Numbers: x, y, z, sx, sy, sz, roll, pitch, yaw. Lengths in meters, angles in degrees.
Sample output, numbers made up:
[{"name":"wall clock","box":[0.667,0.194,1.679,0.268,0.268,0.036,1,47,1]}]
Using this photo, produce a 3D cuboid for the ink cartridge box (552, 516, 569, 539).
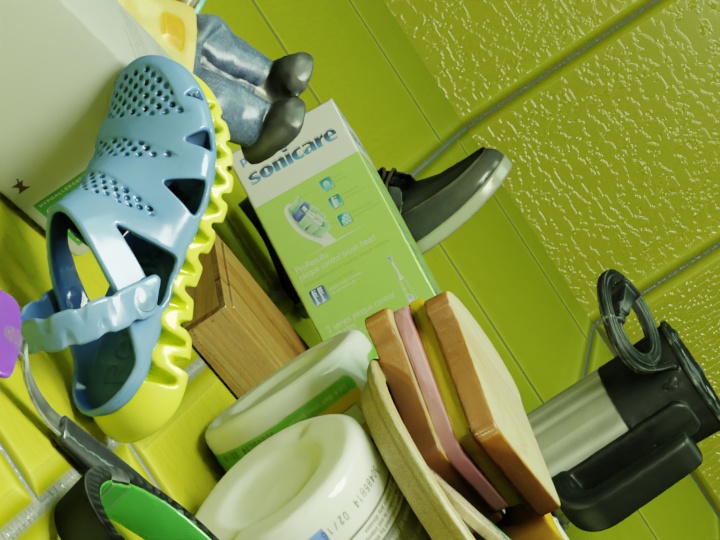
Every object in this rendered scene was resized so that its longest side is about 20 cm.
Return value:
[{"name":"ink cartridge box","box":[0.128,0.256,1.620,0.201,0.084,0.176,55,-9,-10]}]

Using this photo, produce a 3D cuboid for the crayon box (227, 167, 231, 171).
[{"name":"crayon box","box":[-0.173,-0.136,1.513,0.201,0.058,0.173,58,10,4]}]

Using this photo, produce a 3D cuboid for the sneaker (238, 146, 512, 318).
[{"name":"sneaker","box":[0.007,-0.055,1.730,0.107,0.199,0.075,55,21,-7]}]

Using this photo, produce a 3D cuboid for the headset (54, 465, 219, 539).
[{"name":"headset","box":[-0.072,0.177,1.089,0.200,0.094,0.123,45,9,24]}]

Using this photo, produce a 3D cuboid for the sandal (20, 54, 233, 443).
[{"name":"sandal","box":[-0.122,-0.019,1.207,0.087,0.079,0.201,25,63,-42]}]

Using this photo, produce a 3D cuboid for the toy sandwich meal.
[{"name":"toy sandwich meal","box":[0.071,0.109,1.265,0.206,0.070,0.205,54,6,-9]}]

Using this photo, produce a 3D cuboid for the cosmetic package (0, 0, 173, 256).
[{"name":"cosmetic package","box":[-0.177,-0.109,1.283,0.200,0.107,0.085,43,17,-49]}]

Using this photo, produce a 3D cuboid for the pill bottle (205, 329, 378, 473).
[{"name":"pill bottle","box":[0.008,0.145,1.374,0.201,0.111,0.111,56,10,-5]}]

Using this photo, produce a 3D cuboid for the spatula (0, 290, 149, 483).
[{"name":"spatula","box":[-0.148,0.063,1.138,0.200,0.020,0.057,53,23,-36]}]

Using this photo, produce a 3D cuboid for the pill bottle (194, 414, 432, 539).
[{"name":"pill bottle","box":[0.009,0.184,1.255,0.200,0.113,0.114,53,11,-20]}]

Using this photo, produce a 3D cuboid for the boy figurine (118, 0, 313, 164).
[{"name":"boy figurine","box":[-0.124,-0.143,1.413,0.199,0.064,0.125,30,56,-28]}]

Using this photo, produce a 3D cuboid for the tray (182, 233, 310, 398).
[{"name":"tray","box":[-0.046,0.075,1.543,0.200,0.037,0.099,53,11,-29]}]

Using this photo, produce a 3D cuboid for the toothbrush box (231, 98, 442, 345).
[{"name":"toothbrush box","box":[0.000,0.000,1.622,0.201,0.086,0.146,63,3,9]}]

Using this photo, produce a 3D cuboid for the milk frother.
[{"name":"milk frother","box":[0.214,0.117,2.197,0.201,0.188,0.181,55,10,-8]}]

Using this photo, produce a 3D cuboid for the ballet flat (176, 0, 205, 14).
[{"name":"ballet flat","box":[-0.134,-0.190,1.558,0.071,0.070,0.200,54,8,-14]}]
